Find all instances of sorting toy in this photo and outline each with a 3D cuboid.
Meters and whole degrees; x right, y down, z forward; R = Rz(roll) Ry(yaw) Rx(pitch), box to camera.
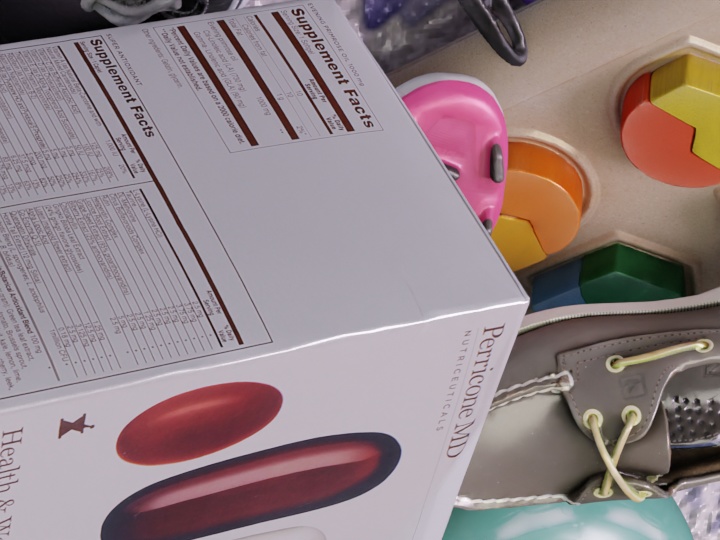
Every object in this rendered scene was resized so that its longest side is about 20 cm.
[{"bbox_3d":[0.116,-0.025,0.990,0.185,0.037,0.200,-23,125,33],"label":"sorting toy"}]

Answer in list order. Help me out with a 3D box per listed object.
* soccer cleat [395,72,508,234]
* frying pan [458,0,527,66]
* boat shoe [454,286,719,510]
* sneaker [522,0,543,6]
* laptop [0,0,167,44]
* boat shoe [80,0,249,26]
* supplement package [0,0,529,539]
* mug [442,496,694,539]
[{"bbox_3d":[0.000,0.000,0.977,0.070,0.086,0.200,8,121,-18],"label":"soccer cleat"},{"bbox_3d":[0.005,-0.143,0.877,0.115,0.031,0.190,-33,108,-43],"label":"frying pan"},{"bbox_3d":[0.108,0.052,0.956,0.201,0.060,0.072,-14,121,-10],"label":"boat shoe"},{"bbox_3d":[0.144,-0.152,0.963,0.200,0.081,0.083,-45,126,5],"label":"sneaker"},{"bbox_3d":[-0.124,0.003,0.927,0.200,0.103,0.177,-41,122,8],"label":"laptop"},{"bbox_3d":[-0.078,-0.119,0.851,0.073,0.199,0.068,26,77,9],"label":"boat shoe"},{"bbox_3d":[-0.084,0.041,0.808,0.200,0.147,0.191,-12,140,-25],"label":"supplement package"},{"bbox_3d":[0.055,0.124,1.045,0.152,0.114,0.185,-43,121,4],"label":"mug"}]
